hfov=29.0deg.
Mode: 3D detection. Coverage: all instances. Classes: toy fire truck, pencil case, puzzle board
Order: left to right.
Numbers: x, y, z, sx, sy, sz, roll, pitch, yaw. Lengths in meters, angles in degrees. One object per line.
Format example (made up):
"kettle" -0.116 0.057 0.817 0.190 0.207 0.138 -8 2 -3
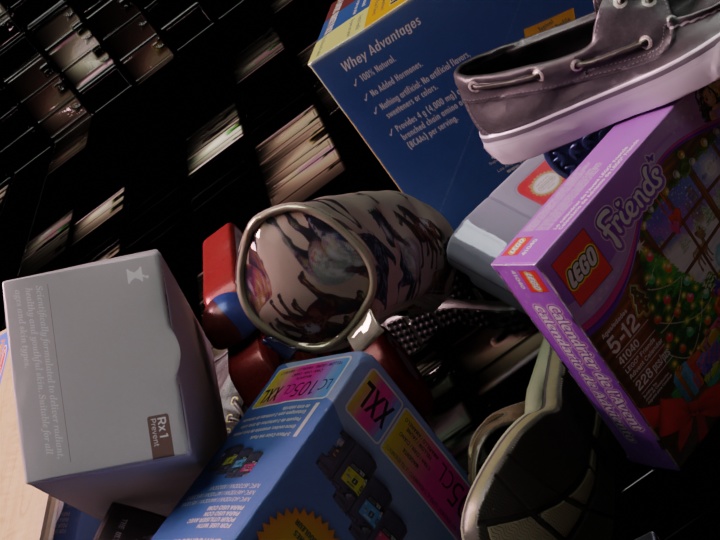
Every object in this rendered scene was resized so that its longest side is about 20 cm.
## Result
"puzzle board" -0.221 0.118 0.888 0.151 0.017 0.201 -25 49 44
"toy fire truck" -0.041 0.068 0.829 0.112 0.168 0.200 -35 20 9
"pencil case" 0.000 0.000 0.799 0.078 0.090 0.200 -35 -6 18

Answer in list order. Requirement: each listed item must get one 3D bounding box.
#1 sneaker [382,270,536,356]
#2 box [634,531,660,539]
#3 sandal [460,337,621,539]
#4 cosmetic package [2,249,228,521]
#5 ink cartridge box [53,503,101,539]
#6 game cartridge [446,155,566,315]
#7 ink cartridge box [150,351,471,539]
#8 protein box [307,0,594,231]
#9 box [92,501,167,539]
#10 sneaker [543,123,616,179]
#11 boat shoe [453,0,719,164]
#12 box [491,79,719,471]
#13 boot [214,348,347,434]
"sneaker" 0.074 0.001 0.928 0.200 0.074 0.080 -15 20 39
"box" 0.076 0.201 0.529 0.137 0.040 0.200 -33 20 16
"sandal" 0.087 0.096 0.691 0.057 0.080 0.201 -24 13 27
"cosmetic package" -0.122 0.071 0.747 0.090 0.107 0.200 -11 -18 1
"ink cartridge box" -0.184 0.167 0.902 0.136 0.076 0.201 -17 57 47
"game cartridge" 0.164 -0.043 0.830 0.133 0.041 0.200 32 63 31
"ink cartridge box" -0.028 0.157 0.661 0.076 0.137 0.200 -15 30 49
"protein box" 0.106 -0.139 0.988 0.198 0.200 0.135 -30 21 20
"box" -0.142 0.239 0.680 0.200 0.048 0.159 -70 -3 -57
"sneaker" 0.200 -0.097 0.804 0.199 0.070 0.078 -5 45 1
"boat shoe" 0.132 -0.121 0.697 0.200 0.066 0.070 -22 25 38
"box" 0.171 -0.018 0.706 0.200 0.137 0.039 -47 22 -23
"boot" -0.082 0.112 0.977 0.200 0.069 0.174 -34 25 21
